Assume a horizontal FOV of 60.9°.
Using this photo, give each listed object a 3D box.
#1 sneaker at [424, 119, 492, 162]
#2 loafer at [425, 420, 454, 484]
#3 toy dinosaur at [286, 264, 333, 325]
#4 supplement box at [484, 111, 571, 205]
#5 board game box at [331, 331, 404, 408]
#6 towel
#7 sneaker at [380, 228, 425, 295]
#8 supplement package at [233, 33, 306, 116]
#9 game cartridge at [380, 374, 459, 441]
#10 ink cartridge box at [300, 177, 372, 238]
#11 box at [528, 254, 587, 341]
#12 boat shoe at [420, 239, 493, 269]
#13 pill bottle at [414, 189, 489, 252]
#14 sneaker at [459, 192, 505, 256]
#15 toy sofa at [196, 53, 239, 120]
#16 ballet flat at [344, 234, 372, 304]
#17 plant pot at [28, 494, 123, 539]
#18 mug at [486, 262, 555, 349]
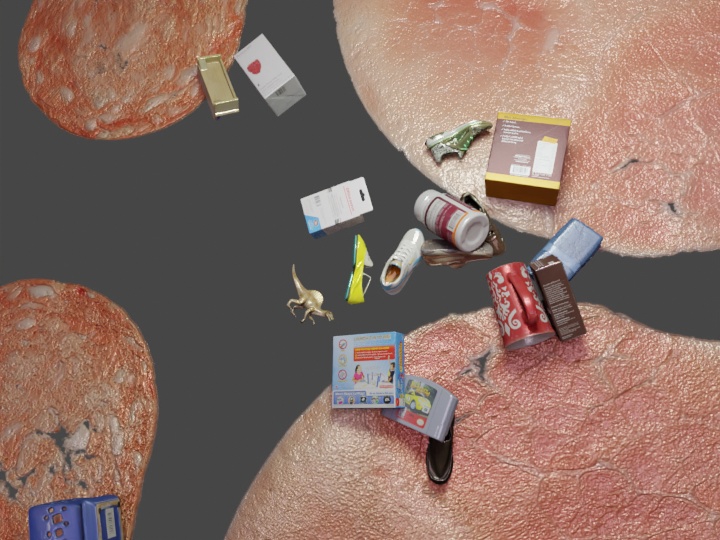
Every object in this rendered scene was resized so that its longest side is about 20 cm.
[{"bbox_3d":[0.291,-0.369,1.775,0.199,0.077,0.089,-20,86,13],"label":"sneaker"},{"bbox_3d":[0.203,0.449,1.584,0.073,0.071,0.201,1,77,13],"label":"loafer"},{"bbox_3d":[-0.162,0.088,1.777,0.101,0.058,0.200,-38,79,-14],"label":"toy dinosaur"},{"bbox_3d":[0.456,-0.306,1.680,0.196,0.133,0.201,11,79,16],"label":"supplement box"},{"bbox_3d":[0.020,0.271,1.649,0.199,0.056,0.197,-7,74,30],"label":"board game box"},{"bbox_3d":[0.543,-0.038,1.638,0.112,0.049,0.200,42,90,17],"label":"towel"},{"bbox_3d":[0.121,-0.029,1.717,0.076,0.081,0.201,23,81,19],"label":"sneaker"},{"bbox_3d":[-0.286,-0.615,1.934,0.121,0.120,0.200,-37,71,3],"label":"supplement package"},{"bbox_3d":[0.154,0.348,1.602,0.199,0.041,0.134,14,75,40],"label":"game cartridge"},{"bbox_3d":[-0.063,-0.183,1.804,0.199,0.067,0.116,-18,73,9],"label":"ink cartridge box"},{"bbox_3d":[0.499,0.069,1.555,0.075,0.100,0.201,-19,98,9],"label":"box"},{"bbox_3d":[0.268,-0.044,1.695,0.199,0.072,0.076,3,35,21],"label":"boat shoe"},{"bbox_3d":[0.243,-0.140,1.667,0.114,0.114,0.200,-49,45,-2],"label":"pill bottle"},{"bbox_3d":[0.331,-0.129,1.695,0.070,0.076,0.200,-33,71,3],"label":"sneaker"},{"bbox_3d":[-0.465,-0.596,2.001,0.082,0.098,0.201,-17,71,-18],"label":"toy sofa"},{"bbox_3d":[0.000,0.000,1.754,0.067,0.067,0.201,10,81,-6],"label":"ballet flat"},{"bbox_3d":[-0.767,0.722,1.681,0.179,0.200,0.201,-14,74,2],"label":"plant pot"},{"bbox_3d":[0.418,0.081,1.582,0.133,0.178,0.201,-4,66,-26],"label":"mug"}]
